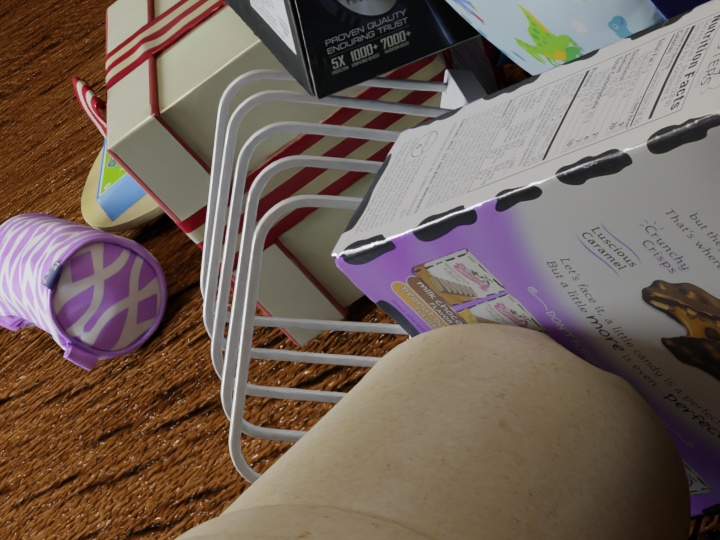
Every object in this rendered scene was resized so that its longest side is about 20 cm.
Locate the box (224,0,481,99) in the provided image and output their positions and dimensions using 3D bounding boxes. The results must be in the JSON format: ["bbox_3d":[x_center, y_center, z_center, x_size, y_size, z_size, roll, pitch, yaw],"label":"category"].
[{"bbox_3d":[0.006,-0.182,1.124,0.164,0.086,0.200,-22,35,-13],"label":"box"}]

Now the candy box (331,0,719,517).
[{"bbox_3d":[0.119,0.002,0.842,0.200,0.168,0.072,-20,34,48],"label":"candy box"}]

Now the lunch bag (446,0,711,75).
[{"bbox_3d":[0.088,-0.132,0.902,0.127,0.170,0.200,-44,25,10],"label":"lunch bag"}]

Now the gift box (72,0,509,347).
[{"bbox_3d":[-0.031,-0.091,1.293,0.187,0.185,0.200,-35,25,14],"label":"gift box"}]

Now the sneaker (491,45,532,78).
[{"bbox_3d":[0.128,-0.122,1.226,0.200,0.073,0.082,-140,66,-66],"label":"sneaker"}]

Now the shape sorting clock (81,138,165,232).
[{"bbox_3d":[-0.119,-0.103,1.671,0.200,0.039,0.200,-37,23,18],"label":"shape sorting clock"}]

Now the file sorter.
[{"bbox_3d":[0.000,0.000,1.051,0.200,0.124,0.139,-111,27,-68],"label":"file sorter"}]

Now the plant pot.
[{"bbox_3d":[0.024,0.119,0.810,0.200,0.201,0.184,-29,16,37],"label":"plant pot"}]

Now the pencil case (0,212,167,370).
[{"bbox_3d":[-0.188,0.011,1.542,0.200,0.084,0.086,17,87,69],"label":"pencil case"}]
